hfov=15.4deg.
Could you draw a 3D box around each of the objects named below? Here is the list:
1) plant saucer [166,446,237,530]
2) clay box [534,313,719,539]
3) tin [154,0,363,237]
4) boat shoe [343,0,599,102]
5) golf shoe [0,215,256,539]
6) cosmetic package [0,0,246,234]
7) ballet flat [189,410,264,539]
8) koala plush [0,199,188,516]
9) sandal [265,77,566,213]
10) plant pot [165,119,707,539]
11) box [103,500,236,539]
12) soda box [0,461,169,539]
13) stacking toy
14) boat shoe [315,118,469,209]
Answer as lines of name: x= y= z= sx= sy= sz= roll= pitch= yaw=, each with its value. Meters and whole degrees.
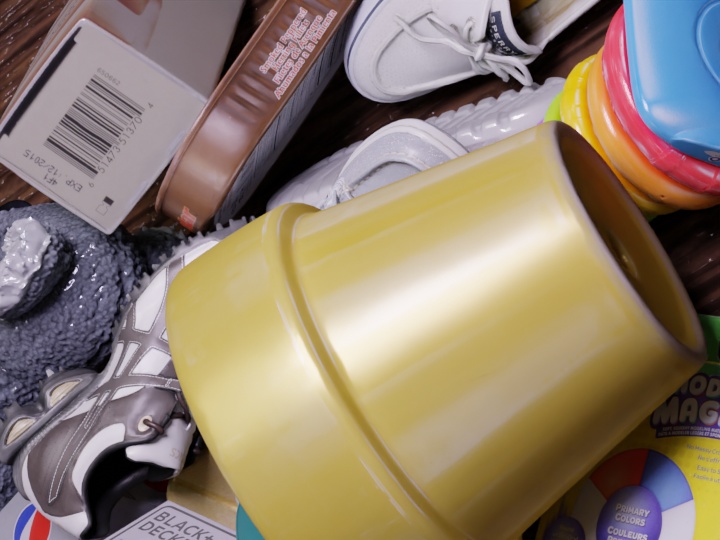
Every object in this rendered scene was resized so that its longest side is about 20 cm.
plant saucer: x=-0.007 y=0.156 z=1.361 sx=0.200 sy=0.048 sz=0.200 roll=-32 pitch=53 yaw=32
clay box: x=0.140 y=0.114 z=1.229 sx=0.115 sy=0.048 sz=0.200 roll=7 pitch=80 yaw=47
tin: x=-0.043 y=-0.105 z=1.447 sx=0.200 sy=0.042 sz=0.112 roll=-57 pitch=-1 yaw=-16
boat shoe: x=0.073 y=-0.131 z=1.376 sx=0.202 sy=0.075 sz=0.086 roll=-30 pitch=37 yaw=26
golf shoe: x=-0.100 y=0.062 z=1.420 sx=0.200 sy=0.078 sz=0.094 roll=-46 pitch=54 yaw=7
cosmetic package: x=-0.134 y=-0.115 z=1.504 sx=0.103 sy=0.087 sz=0.200 roll=-52 pitch=11 yaw=20
ballet flat: x=-0.031 y=0.104 z=1.307 sx=0.069 sy=0.069 sz=0.200 roll=-53 pitch=30 yaw=16
koala plush: x=-0.194 y=0.035 z=1.525 sx=0.200 sy=0.177 sz=0.184 roll=-38 pitch=62 yaw=28
sandal: x=0.031 y=-0.047 z=1.401 sx=0.203 sy=0.082 sz=0.050 roll=-18 pitch=105 yaw=39
plant pot: x=0.045 y=0.036 z=1.200 sx=0.189 sy=0.201 sz=0.201 roll=-32 pitch=52 yaw=15
box: x=-0.130 y=0.197 z=1.298 sx=0.117 sy=0.200 sz=0.060 roll=19 pitch=130 yaw=49
soda box: x=-0.182 y=0.178 z=1.515 sx=0.200 sy=0.068 sz=0.063 roll=-48 pitch=46 yaw=20
stacking toy: x=0.121 y=-0.058 z=1.293 sx=0.200 sy=0.116 sz=0.110 roll=-35 pitch=48 yaw=45
boat shoe: x=-0.002 y=0.000 z=1.361 sx=0.202 sy=0.074 sz=0.065 roll=-49 pitch=8 yaw=47
